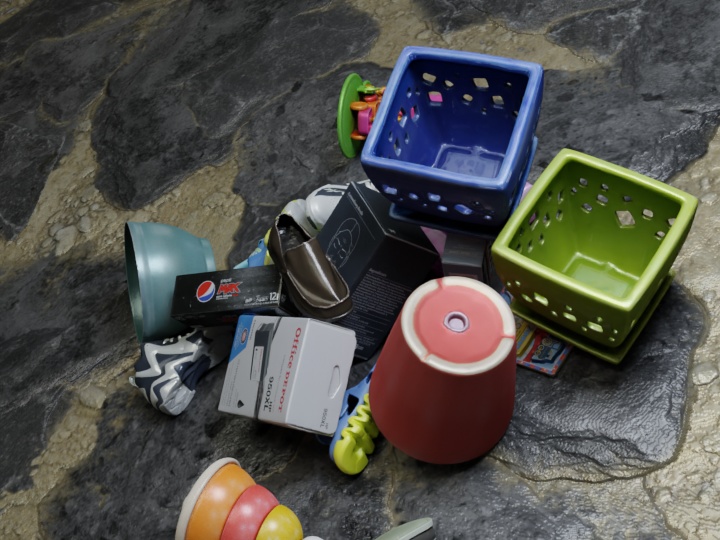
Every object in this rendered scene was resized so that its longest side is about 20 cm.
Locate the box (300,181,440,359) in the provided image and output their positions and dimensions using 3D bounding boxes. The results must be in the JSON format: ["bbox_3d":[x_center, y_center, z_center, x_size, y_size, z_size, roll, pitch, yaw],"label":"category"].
[{"bbox_3d":[0.000,0.000,1.497,0.201,0.106,0.149,-56,36,21],"label":"box"}]

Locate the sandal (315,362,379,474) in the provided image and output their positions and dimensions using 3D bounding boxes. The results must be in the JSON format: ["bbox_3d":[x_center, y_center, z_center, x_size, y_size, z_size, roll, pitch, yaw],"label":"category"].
[{"bbox_3d":[0.003,0.181,1.405,0.086,0.080,0.200,12,53,42],"label":"sandal"}]

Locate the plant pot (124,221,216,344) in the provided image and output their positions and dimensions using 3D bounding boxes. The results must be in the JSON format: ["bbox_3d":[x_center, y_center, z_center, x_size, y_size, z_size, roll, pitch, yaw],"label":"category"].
[{"bbox_3d":[-0.310,0.013,1.678,0.133,0.202,0.201,-7,37,-17],"label":"plant pot"}]

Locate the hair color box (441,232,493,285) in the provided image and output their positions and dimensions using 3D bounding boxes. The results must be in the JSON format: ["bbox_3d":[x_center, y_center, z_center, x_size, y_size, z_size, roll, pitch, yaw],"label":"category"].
[{"bbox_3d":[0.166,-0.071,1.455,0.060,0.099,0.202,6,62,14],"label":"hair color box"}]

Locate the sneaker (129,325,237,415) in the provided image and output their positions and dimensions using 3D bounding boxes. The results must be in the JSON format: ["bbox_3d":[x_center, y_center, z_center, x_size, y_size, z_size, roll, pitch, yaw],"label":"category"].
[{"bbox_3d":[-0.291,0.124,1.617,0.129,0.080,0.200,20,70,31],"label":"sneaker"}]

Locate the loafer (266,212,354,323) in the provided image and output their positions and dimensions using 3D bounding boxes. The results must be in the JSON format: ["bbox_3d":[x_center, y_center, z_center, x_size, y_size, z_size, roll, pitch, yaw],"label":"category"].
[{"bbox_3d":[-0.078,-0.006,1.410,0.073,0.072,0.200,-27,51,-20],"label":"loafer"}]

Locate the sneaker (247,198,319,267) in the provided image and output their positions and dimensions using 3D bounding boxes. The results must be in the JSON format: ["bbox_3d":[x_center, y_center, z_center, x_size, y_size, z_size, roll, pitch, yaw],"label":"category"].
[{"bbox_3d":[-0.131,-0.043,1.616,0.105,0.076,0.200,-34,12,25],"label":"sneaker"}]

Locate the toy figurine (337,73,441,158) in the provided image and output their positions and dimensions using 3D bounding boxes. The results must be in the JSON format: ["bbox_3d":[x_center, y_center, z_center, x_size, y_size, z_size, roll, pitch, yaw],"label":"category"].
[{"bbox_3d":[0.074,-0.277,1.820,0.182,0.152,0.200,6,25,16],"label":"toy figurine"}]

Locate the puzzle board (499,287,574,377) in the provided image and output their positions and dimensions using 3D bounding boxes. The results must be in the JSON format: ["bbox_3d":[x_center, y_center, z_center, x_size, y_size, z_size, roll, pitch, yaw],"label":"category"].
[{"bbox_3d":[0.257,0.051,1.440,0.150,0.017,0.200,16,57,39],"label":"puzzle board"}]

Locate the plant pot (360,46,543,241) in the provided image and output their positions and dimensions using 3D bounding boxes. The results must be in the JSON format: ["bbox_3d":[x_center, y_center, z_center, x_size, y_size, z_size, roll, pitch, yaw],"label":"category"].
[{"bbox_3d":[0.131,-0.156,1.347,0.198,0.180,0.202,13,64,19],"label":"plant pot"}]

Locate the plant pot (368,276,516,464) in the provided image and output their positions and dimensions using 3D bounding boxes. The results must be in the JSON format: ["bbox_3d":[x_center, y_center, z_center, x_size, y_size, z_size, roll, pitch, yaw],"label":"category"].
[{"bbox_3d":[0.112,0.115,1.283,0.198,0.178,0.202,2,53,-2],"label":"plant pot"}]

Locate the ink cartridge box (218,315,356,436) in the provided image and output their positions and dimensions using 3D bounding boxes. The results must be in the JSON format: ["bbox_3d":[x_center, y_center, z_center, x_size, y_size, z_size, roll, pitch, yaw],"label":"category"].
[{"bbox_3d":[-0.105,0.142,1.409,0.199,0.084,0.146,-2,73,55],"label":"ink cartridge box"}]

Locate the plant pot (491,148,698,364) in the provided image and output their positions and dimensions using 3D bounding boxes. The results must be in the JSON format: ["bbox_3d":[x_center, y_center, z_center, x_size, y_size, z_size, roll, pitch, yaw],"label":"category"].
[{"bbox_3d":[0.303,-0.007,1.328,0.199,0.182,0.199,27,64,26],"label":"plant pot"}]

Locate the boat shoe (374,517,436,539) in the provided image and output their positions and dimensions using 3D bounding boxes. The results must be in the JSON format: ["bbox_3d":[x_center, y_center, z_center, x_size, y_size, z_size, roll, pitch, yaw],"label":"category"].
[{"bbox_3d":[0.010,0.369,1.223,0.200,0.061,0.072,-28,-4,-12],"label":"boat shoe"}]

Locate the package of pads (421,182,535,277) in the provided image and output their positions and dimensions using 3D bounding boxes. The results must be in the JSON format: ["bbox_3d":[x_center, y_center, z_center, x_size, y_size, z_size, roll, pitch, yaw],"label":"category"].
[{"bbox_3d":[0.174,-0.078,1.570,0.199,0.076,0.120,-39,44,-11],"label":"package of pads"}]

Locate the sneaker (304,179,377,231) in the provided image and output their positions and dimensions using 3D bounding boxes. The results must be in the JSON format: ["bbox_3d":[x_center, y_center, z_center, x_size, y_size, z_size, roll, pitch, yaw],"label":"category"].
[{"bbox_3d":[0.017,-0.113,1.592,0.129,0.198,0.080,-24,72,44],"label":"sneaker"}]

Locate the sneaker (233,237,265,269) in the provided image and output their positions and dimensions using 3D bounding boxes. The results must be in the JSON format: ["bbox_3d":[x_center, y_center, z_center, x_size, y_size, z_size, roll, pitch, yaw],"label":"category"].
[{"bbox_3d":[-0.125,-0.029,1.681,0.200,0.082,0.074,-40,43,-13],"label":"sneaker"}]

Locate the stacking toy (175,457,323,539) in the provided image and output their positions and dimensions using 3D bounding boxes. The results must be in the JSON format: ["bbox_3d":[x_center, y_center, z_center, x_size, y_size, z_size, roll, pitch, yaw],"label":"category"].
[{"bbox_3d":[-0.124,0.341,1.300,0.198,0.147,0.147,20,57,18],"label":"stacking toy"}]

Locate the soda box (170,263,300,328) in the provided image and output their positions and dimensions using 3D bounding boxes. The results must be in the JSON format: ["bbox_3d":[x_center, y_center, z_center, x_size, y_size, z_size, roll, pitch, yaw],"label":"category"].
[{"bbox_3d":[-0.185,0.039,1.522,0.198,0.063,0.072,-6,66,27],"label":"soda box"}]
